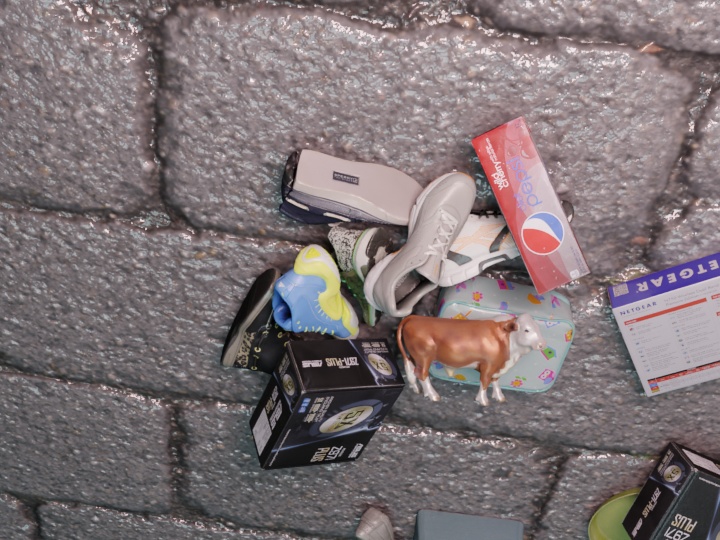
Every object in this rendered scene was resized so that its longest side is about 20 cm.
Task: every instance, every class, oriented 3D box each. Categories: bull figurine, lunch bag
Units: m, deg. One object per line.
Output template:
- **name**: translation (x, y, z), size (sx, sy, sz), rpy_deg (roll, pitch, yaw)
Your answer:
- **bull figurine**: translation (0.144, 0.111, 1.086), size (0.197, 0.065, 0.124), rpy_deg (4, 94, 17)
- **lunch bag**: translation (0.190, 0.094, 1.169), size (0.197, 0.078, 0.162), rpy_deg (10, 129, 0)

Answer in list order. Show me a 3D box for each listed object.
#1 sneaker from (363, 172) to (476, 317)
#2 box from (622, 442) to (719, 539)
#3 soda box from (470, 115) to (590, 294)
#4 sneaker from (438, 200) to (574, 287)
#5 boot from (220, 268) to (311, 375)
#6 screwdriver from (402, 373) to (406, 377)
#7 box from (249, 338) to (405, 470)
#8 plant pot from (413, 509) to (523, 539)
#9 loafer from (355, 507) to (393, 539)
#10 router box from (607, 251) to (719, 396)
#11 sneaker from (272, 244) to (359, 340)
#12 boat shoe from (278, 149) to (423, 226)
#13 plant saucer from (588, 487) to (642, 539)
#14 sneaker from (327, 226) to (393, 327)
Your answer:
- **sneaker**: translation (0.087, -0.025, 1.006), size (0.075, 0.092, 0.201), rpy_deg (31, 94, -25)
- **box**: translation (0.546, 0.390, 1.302), size (0.198, 0.086, 0.165), rpy_deg (23, 105, -11)
- **soda box**: translation (0.203, -0.078, 0.989), size (0.069, 0.063, 0.202), rpy_deg (-23, 91, 14)
- **sneaker**: translation (0.178, -0.050, 1.066), size (0.198, 0.074, 0.081), rpy_deg (-24, 92, 11)
- **boot**: translation (-0.107, 0.093, 1.210), size (0.152, 0.074, 0.204), rpy_deg (23, 131, -14)
- **screwdriver**: translation (0.065, 0.159, 1.262), size (0.197, 0.028, 0.029), rpy_deg (-16, 153, 22)
- **box**: translation (-0.053, 0.195, 1.198), size (0.162, 0.087, 0.201), rpy_deg (1, 136, -29)
- **plant pot**: translation (0.182, 0.574, 1.456), size (0.192, 0.201, 0.199), rpy_deg (6, 127, 3)
- **loafer**: translation (0.037, 0.519, 1.504), size (0.069, 0.070, 0.202), rpy_deg (13, 134, 45)
- **router box**: translation (0.464, 0.073, 1.137), size (0.198, 0.049, 0.181), rpy_deg (-19, 122, 20)
- **sneaker**: translation (-0.070, 0.053, 1.136), size (0.105, 0.076, 0.201), rpy_deg (-36, 139, -14)
- **boat shoe**: translation (-0.012, -0.091, 1.070), size (0.197, 0.076, 0.093), rpy_deg (18, 150, -14)
- **plant saucer**: translation (0.490, 0.433, 1.418), size (0.197, 0.031, 0.202), rpy_deg (4, 128, 5)
- **sneaker**: translation (0.000, 0.000, 1.126), size (0.088, 0.077, 0.201), rpy_deg (24, 150, 23)
